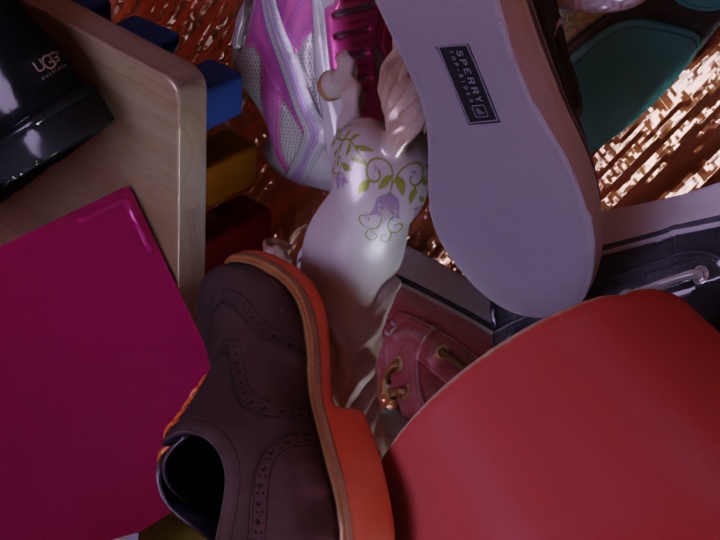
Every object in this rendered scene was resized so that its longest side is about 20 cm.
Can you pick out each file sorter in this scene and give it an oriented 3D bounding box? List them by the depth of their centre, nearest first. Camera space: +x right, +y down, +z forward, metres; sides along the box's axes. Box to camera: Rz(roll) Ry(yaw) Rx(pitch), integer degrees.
[{"bbox_3d":[-0.180,0.074,0.871,0.125,0.200,0.139,-17,99,53],"label":"file sorter"}]

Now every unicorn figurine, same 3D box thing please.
[{"bbox_3d":[0.000,0.000,0.806,0.137,0.074,0.201,-110,17,-61],"label":"unicorn figurine"}]

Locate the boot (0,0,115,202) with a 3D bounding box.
[{"bbox_3d":[-0.216,-0.102,0.896,0.200,0.076,0.169,-27,95,44],"label":"boot"}]

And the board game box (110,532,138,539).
[{"bbox_3d":[-0.092,0.143,0.740,0.200,0.158,0.039,-18,52,39],"label":"board game box"}]

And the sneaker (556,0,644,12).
[{"bbox_3d":[0.068,-0.170,0.785,0.200,0.115,0.075,39,122,31],"label":"sneaker"}]

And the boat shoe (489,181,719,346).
[{"bbox_3d":[0.138,0.007,0.771,0.199,0.072,0.068,-10,69,31],"label":"boat shoe"}]

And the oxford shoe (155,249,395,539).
[{"bbox_3d":[-0.045,0.052,0.733,0.200,0.072,0.071,-119,27,-58],"label":"oxford shoe"}]

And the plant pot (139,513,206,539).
[{"bbox_3d":[-0.057,0.181,0.916,0.200,0.193,0.201,9,105,39],"label":"plant pot"}]

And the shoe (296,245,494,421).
[{"bbox_3d":[0.033,0.054,0.869,0.200,0.072,0.091,26,72,31],"label":"shoe"}]

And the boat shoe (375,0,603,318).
[{"bbox_3d":[0.055,-0.069,0.724,0.068,0.057,0.200,4,133,28],"label":"boat shoe"}]

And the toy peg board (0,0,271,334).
[{"bbox_3d":[-0.124,-0.057,0.963,0.200,0.098,0.200,29,131,32],"label":"toy peg board"}]

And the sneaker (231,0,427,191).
[{"bbox_3d":[-0.023,-0.124,0.897,0.088,0.081,0.201,2,100,38],"label":"sneaker"}]

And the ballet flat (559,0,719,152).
[{"bbox_3d":[0.121,-0.121,0.793,0.200,0.071,0.071,-46,70,37],"label":"ballet flat"}]

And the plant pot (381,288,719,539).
[{"bbox_3d":[0.105,0.118,0.684,0.201,0.200,0.178,-53,57,34],"label":"plant pot"}]
